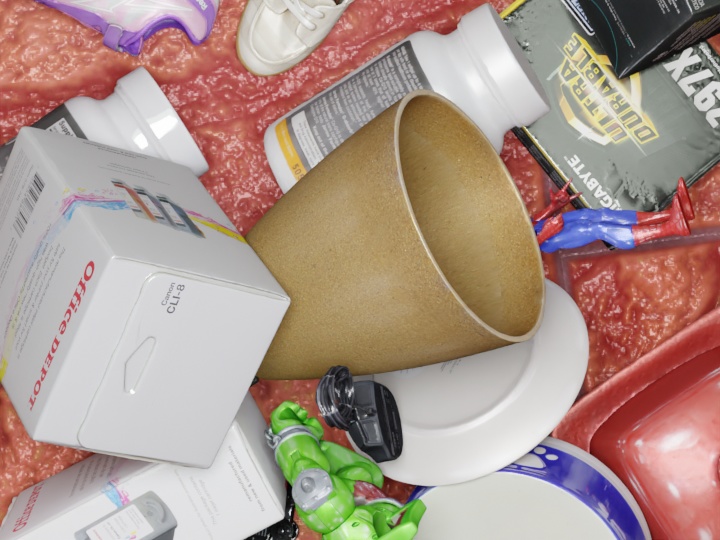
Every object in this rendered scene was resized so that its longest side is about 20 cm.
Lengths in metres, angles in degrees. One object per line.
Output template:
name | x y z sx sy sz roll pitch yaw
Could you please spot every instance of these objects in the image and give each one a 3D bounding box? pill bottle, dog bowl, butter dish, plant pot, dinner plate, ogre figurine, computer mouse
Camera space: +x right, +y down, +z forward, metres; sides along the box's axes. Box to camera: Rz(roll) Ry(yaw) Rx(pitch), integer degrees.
pill bottle | 0.036 -0.108 1.538 0.199 0.116 0.117 -31 89 12
dog bowl | 0.117 0.228 1.527 0.198 0.079 0.202 4 106 14
butter dish | 0.276 0.149 1.545 0.199 0.148 0.200 -32 90 -5
plant pot | 0.000 0.000 1.443 0.199 0.186 0.187 -26 89 28
dinner plate | 0.074 0.072 1.530 0.200 0.200 0.024 -37 132 -4
ogre figurine | 0.003 0.185 1.435 0.097 0.120 0.201 -19 98 4
pill bottle | -0.220 -0.058 1.542 0.199 0.116 0.116 -35 90 -5
computer mouse | -0.007 0.101 1.412 0.034 0.200 0.059 -12 77 11

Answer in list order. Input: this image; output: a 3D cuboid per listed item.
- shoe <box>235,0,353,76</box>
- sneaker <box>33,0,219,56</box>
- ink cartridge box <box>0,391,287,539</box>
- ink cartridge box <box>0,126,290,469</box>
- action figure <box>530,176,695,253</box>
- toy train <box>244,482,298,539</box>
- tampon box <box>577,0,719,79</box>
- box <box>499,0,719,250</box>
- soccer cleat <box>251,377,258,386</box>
shoe | -0.028 -0.237 1.593 0.070 0.053 0.200 39 86 -1
sneaker | -0.196 -0.210 1.574 0.198 0.080 0.089 1 95 -4
ink cartridge box | -0.157 0.173 1.505 0.199 0.148 0.086 -29 99 4
ink cartridge box | -0.168 0.019 1.413 0.144 0.200 0.146 14 112 -33
action figure | 0.151 -0.031 1.557 0.199 0.066 0.052 -15 111 19
toy train | -0.080 0.256 1.574 0.045 0.034 0.202 8 84 9
tampon box | 0.263 -0.265 1.541 0.199 0.126 0.151 -26 84 -24
box | 0.196 -0.143 1.606 0.159 0.049 0.200 -39 90 -6
soccer cleat | -0.095 0.044 1.582 0.199 0.065 0.084 -19 59 0
